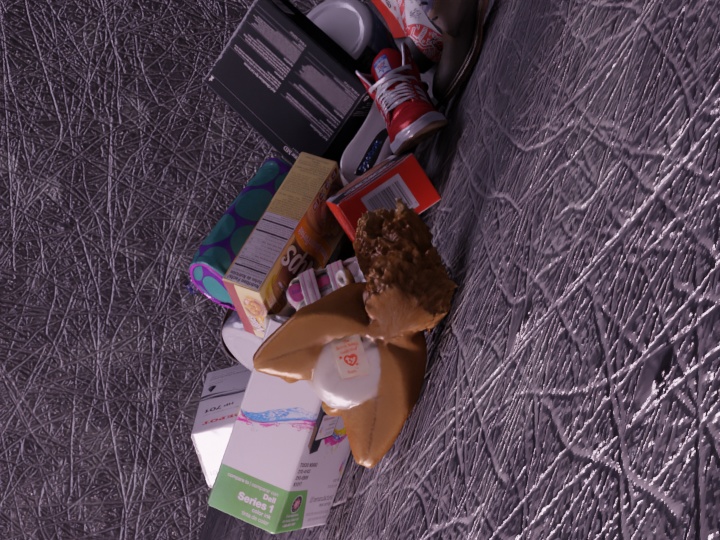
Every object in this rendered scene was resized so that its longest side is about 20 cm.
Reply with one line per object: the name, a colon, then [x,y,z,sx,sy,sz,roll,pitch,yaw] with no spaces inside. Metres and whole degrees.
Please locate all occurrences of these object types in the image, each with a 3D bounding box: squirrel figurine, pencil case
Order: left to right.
pencil case: [-0.132,-0.044,1.669,0.200,0.085,0.093,-57,-32,-30]
squirrel figurine: [0.016,0.042,1.209,0.200,0.141,0.187,-55,0,15]

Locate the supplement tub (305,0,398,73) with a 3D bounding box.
supplement tub: [0.003,-0.273,1.827,0.200,0.122,0.123,40,-115,-59]

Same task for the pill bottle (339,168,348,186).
pill bottle: [-0.005,-0.126,1.838,0.200,0.110,0.111,-97,27,-77]

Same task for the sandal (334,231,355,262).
sandal: [0.000,0.000,1.648,0.080,0.054,0.201,-21,37,37]

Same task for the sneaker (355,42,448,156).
sneaker: [0.044,-0.195,1.506,0.071,0.113,0.200,-29,6,6]

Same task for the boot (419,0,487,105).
boot: [0.095,-0.289,1.512,0.075,0.096,0.201,-88,18,-64]

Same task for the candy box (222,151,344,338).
candy box: [-0.084,-0.028,1.611,0.201,0.055,0.116,-61,-25,-26]

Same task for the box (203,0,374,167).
box: [-0.081,-0.233,1.704,0.141,0.200,0.079,-52,-18,18]

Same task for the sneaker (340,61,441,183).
sneaker: [0.053,-0.174,1.671,0.200,0.073,0.112,-52,-24,-6]

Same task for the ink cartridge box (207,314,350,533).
ink cartridge box: [-0.063,0.158,1.382,0.145,0.084,0.201,17,-88,-69]

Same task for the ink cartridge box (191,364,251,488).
ink cartridge box: [-0.134,0.192,1.776,0.200,0.146,0.086,-90,-15,-73]

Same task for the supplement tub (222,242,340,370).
supplement tub: [-0.076,0.037,1.722,0.200,0.122,0.123,-55,-1,-26]

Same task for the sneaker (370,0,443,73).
sneaker: [0.069,-0.343,1.631,0.108,0.067,0.202,-38,59,18]

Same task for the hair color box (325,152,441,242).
hair color box: [0.021,-0.079,1.503,0.101,0.061,0.200,-34,6,-3]

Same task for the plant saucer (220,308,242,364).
plant saucer: [-0.099,0.061,1.847,0.032,0.199,0.201,58,-149,-37]

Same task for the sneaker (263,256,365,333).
sneaker: [-0.034,0.034,1.524,0.200,0.088,0.081,-49,32,15]
